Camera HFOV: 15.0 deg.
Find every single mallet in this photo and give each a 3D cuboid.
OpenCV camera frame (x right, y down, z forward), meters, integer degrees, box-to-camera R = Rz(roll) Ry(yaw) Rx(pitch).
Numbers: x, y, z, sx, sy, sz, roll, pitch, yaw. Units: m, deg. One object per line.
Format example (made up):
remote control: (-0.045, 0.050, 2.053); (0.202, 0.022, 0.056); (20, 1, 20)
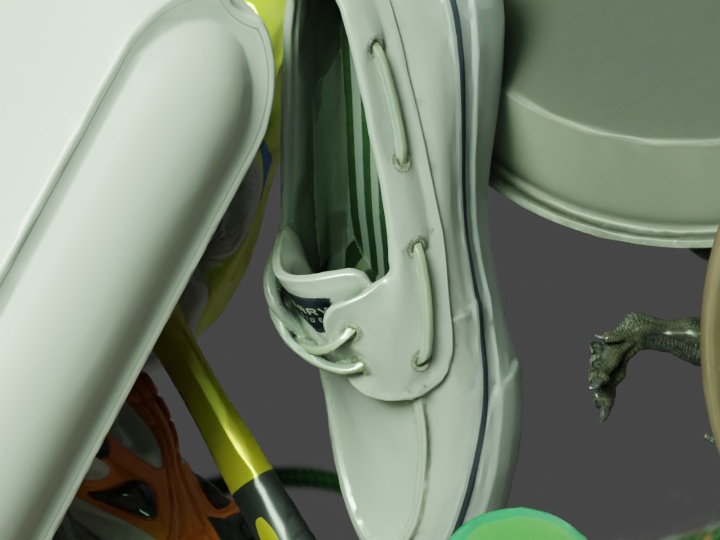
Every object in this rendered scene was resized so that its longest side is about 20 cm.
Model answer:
mallet: (-0.043, 0.062, 0.824); (0.066, 0.041, 0.201); (-31, 78, 34)

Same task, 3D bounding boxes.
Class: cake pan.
cake pan: (0.105, -0.101, 0.836); (0.199, 0.037, 0.201); (-5, 59, 9)

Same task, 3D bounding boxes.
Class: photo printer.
photo printer: (-0.117, -0.012, 0.789); (0.166, 0.069, 0.201); (16, 75, 49)

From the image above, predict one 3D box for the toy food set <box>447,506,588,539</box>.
toy food set: (0.046, 0.173, 0.747); (0.198, 0.049, 0.200); (37, 65, 5)

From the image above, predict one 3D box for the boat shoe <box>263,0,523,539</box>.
boat shoe: (0.000, 0.000, 0.807); (0.073, 0.067, 0.201); (10, 108, 46)

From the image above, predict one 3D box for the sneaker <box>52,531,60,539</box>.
sneaker: (-0.085, 0.160, 0.795); (0.075, 0.115, 0.201); (-22, 61, 32)

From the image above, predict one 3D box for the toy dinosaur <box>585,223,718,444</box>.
toy dinosaur: (0.111, 0.000, 0.828); (0.088, 0.047, 0.201); (-6, 67, 11)

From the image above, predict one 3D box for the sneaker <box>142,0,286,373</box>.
sneaker: (-0.040, -0.065, 0.890); (0.075, 0.105, 0.201); (25, 112, 20)

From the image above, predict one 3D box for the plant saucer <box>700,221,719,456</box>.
plant saucer: (0.182, 0.004, 0.743); (0.200, 0.200, 0.029); (-42, 24, 2)

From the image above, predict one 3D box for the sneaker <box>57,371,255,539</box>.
sneaker: (-0.072, 0.107, 0.852); (0.200, 0.076, 0.092); (51, 121, 17)
